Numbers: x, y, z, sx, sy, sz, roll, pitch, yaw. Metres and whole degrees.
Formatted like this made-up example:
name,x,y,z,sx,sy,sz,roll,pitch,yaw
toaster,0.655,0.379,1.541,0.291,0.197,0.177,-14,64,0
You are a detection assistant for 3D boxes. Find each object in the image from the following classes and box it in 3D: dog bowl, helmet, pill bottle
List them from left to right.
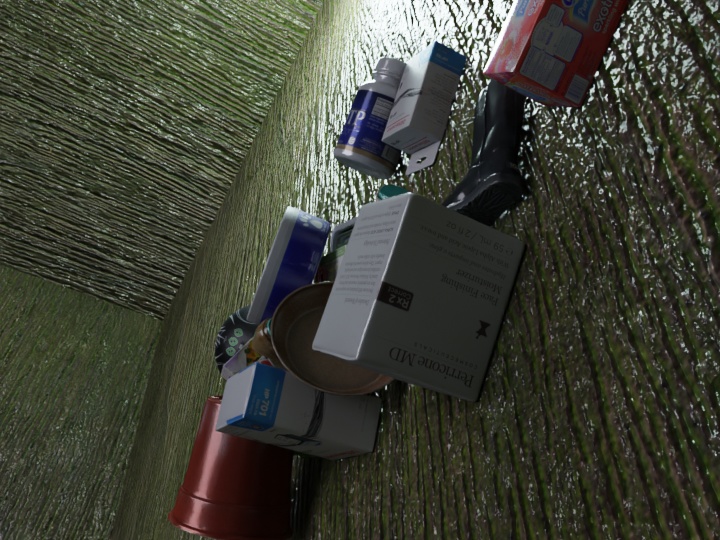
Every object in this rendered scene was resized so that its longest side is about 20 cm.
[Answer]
name,x,y,z,sx,sy,sz,roll,pitch,yaw
helmet,-0.179,0.154,1.506,0.190,0.200,0.201,16,84,54
dog bowl,-0.118,0.000,1.307,0.200,0.079,0.201,-160,90,-84
pill bottle,0.038,-0.281,1.461,0.201,0.119,0.120,-69,19,-2

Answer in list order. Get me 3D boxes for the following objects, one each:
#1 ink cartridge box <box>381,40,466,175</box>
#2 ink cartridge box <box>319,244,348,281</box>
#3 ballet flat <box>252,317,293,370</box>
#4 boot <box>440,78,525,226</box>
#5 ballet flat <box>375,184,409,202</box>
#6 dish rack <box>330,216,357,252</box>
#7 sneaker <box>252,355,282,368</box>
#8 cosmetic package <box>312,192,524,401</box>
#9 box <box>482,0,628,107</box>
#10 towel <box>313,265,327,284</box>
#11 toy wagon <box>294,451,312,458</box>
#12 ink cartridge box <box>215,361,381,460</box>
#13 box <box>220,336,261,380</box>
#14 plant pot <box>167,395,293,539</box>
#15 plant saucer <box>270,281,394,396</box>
name,x,y,z,sx,sy,sz,roll,pitch,yaw
ink cartridge box,0.102,-0.274,1.354,0.116,0.067,0.201,-12,58,67
ink cartridge box,-0.026,0.069,1.263,0.145,0.048,0.201,160,112,-67
ballet flat,-0.077,0.141,1.180,0.072,0.200,0.068,-44,26,37
boot,0.158,-0.154,1.065,0.165,0.066,0.201,-34,41,46
ballet flat,0.061,-0.087,1.264,0.200,0.075,0.064,-115,33,-70
dish rack,0.000,0.000,1.319,0.200,0.043,0.172,165,104,-67
sneaker,-0.145,0.158,1.279,0.200,0.078,0.082,97,180,-78
cosmetic package,0.066,0.033,0.964,0.165,0.164,0.201,-4,67,69
box,0.242,-0.308,0.947,0.201,0.102,0.095,-67,19,6
towel,-0.083,0.110,1.299,0.200,0.023,0.144,112,158,-44
toy wagon,-0.088,0.249,1.355,0.200,0.039,0.155,-60,20,25
ink cartridge box,-0.091,0.209,1.153,0.146,0.199,0.086,-35,39,59
box,-0.159,0.120,1.366,0.200,0.039,0.041,-45,-10,-34
plant pot,-0.191,0.310,1.270,0.201,0.200,0.196,175,105,-70
plant saucer,-0.031,0.102,1.127,0.037,0.200,0.201,107,171,-47
